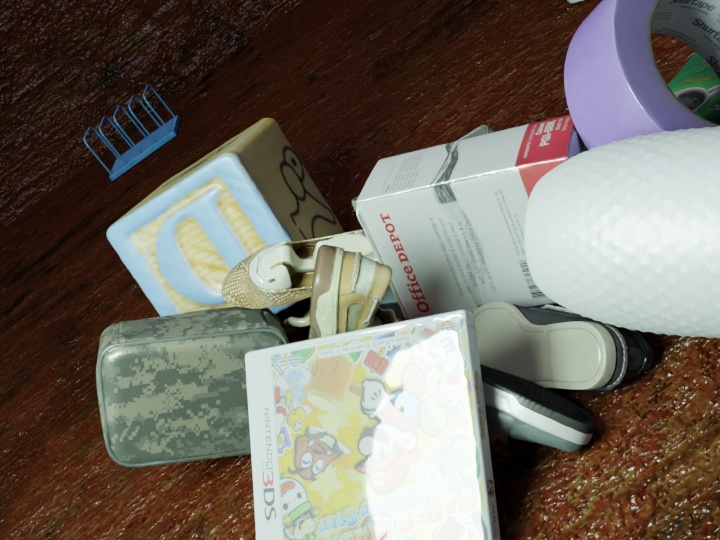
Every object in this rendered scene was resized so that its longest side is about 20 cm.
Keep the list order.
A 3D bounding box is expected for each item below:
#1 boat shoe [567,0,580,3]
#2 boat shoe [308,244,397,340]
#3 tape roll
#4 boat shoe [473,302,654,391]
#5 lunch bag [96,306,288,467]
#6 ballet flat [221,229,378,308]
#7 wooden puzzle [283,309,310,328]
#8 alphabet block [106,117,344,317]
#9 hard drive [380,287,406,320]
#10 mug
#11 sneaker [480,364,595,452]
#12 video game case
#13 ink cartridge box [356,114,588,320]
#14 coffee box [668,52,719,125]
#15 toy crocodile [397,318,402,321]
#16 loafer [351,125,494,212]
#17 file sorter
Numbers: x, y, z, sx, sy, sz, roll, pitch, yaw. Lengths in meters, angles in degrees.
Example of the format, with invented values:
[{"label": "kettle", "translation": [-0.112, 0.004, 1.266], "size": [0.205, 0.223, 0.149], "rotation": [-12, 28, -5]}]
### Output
[{"label": "boat shoe", "translation": [0.359, -0.437, 1.440], "size": [0.199, 0.071, 0.072], "rotation": [-13, 33, 43]}, {"label": "boat shoe", "translation": [-0.006, 0.050, 0.878], "size": [0.200, 0.075, 0.072], "rotation": [98, 178, -64]}, {"label": "tape roll", "translation": [0.276, -0.160, 0.852], "size": [0.200, 0.200, 0.085], "rotation": [-48, 1, -24]}, {"label": "boat shoe", "translation": [0.159, 0.065, 0.849], "size": [0.062, 0.073, 0.200], "rotation": [0, 1, -26]}, {"label": "lunch bag", "translation": [-0.168, 0.104, 1.054], "size": [0.198, 0.141, 0.168], "rotation": [-6, 16, -11]}, {"label": "ballet flat", "translation": [-0.049, -0.010, 1.012], "size": [0.198, 0.065, 0.071], "rotation": [-12, 62, 7]}, {"label": "wooden puzzle", "translation": [0.000, 0.000, 1.131], "size": [0.200, 0.037, 0.185], "rotation": [-44, 2, -7]}, {"label": "alphabet block", "translation": [-0.157, -0.045, 1.264], "size": [0.195, 0.196, 0.200], "rotation": [-27, 12, 18]}, {"label": "hard drive", "translation": [0.099, -0.026, 1.106], "size": [0.139, 0.033, 0.200], "rotation": [-10, 35, 48]}, {"label": "mug", "translation": [0.230, -0.026, 0.768], "size": [0.174, 0.149, 0.199], "rotation": [0, -2, 32]}, {"label": "sneaker", "translation": [0.072, 0.134, 0.795], "size": [0.199, 0.083, 0.122], "rotation": [17, 97, 26]}, {"label": "video game case", "translation": [0.003, 0.136, 0.773], "size": [0.199, 0.023, 0.184], "rotation": [-13, 74, 27]}, {"label": "ink cartridge box", "translation": [0.117, -0.042, 0.924], "size": [0.198, 0.147, 0.083], "rotation": [-10, 33, 26]}, {"label": "coffee box", "translation": [0.322, -0.136, 0.973], "size": [0.200, 0.044, 0.123], "rotation": [-48, 27, -21]}, {"label": "toy crocodile", "translation": [0.027, 0.070, 0.961], "size": [0.200, 0.067, 0.062], "rotation": [23, 107, 63]}, {"label": "loafer", "translation": [0.080, -0.116, 1.250], "size": [0.199, 0.070, 0.070], "rotation": [-38, 22, 0]}, {"label": "file sorter", "translation": [-0.561, -0.343, 2.518], "size": [0.199, 0.123, 0.139], "rotation": [-33, 24, 10]}]
